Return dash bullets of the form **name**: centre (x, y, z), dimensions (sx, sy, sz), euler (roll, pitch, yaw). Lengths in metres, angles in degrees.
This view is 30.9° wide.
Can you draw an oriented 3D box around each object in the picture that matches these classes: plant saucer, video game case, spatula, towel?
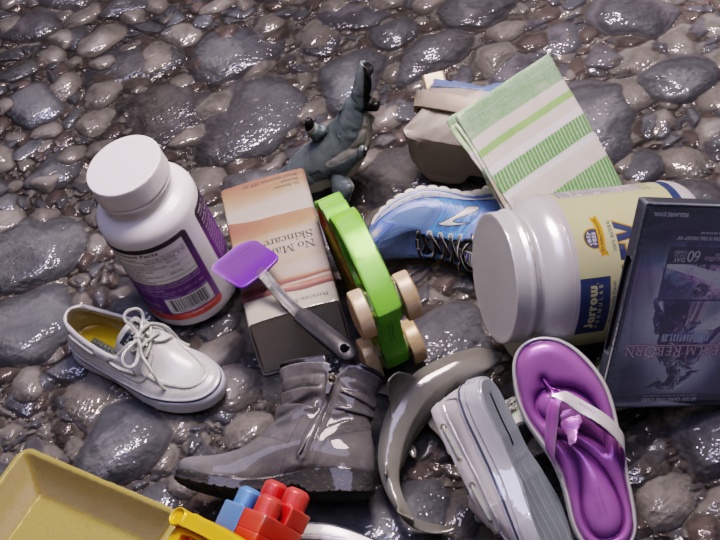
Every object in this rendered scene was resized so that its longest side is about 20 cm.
- **plant saucer**: centre (-0.291, 0.287, 1.220), dimensions (0.198, 0.049, 0.201), euler (17, 56, 24)
- **video game case**: centre (0.295, 0.032, 1.183), dimensions (0.141, 0.203, 0.019), euler (1, 23, -19)
- **spatula**: centre (-0.071, 0.030, 1.286), dimensions (0.056, 0.021, 0.199), euler (-40, 58, -18)
- **towel**: centre (0.194, -0.106, 1.369), dimensions (0.152, 0.023, 0.201), euler (-33, 94, -25)

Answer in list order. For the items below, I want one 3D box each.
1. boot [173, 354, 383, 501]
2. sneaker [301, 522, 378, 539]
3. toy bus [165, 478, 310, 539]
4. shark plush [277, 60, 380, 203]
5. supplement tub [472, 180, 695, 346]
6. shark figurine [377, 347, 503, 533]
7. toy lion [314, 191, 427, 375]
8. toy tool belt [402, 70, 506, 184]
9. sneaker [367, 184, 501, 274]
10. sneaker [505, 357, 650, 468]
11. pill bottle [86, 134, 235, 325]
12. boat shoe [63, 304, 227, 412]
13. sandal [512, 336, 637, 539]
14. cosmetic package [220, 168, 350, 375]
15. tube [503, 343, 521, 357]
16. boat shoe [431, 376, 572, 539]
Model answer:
- **boot**: centre (-0.076, 0.151, 1.250), dimensions (0.197, 0.070, 0.134), euler (0, 71, 3)
- **sneaker**: centre (-0.014, 0.304, 1.124), dimensions (0.199, 0.077, 0.147), euler (9, 50, 18)
- **toy bus**: centre (-0.087, 0.272, 1.082), dimensions (0.199, 0.136, 0.194), euler (15, 71, 44)
- **shark plush**: centre (-0.030, -0.144, 1.446), dimensions (0.082, 0.200, 0.092), euler (13, 58, -18)
- **supplement tub**: centre (0.218, -0.004, 1.236), dimensions (0.197, 0.146, 0.146), euler (-7, 47, -14)
- **shark figurine**: centre (0.043, 0.146, 1.236), dimensions (0.127, 0.090, 0.216), euler (4, 52, 27)
- **toy lion**: centre (0.000, 0.000, 1.306), dimensions (0.068, 0.200, 0.193), euler (-22, 68, -5)
- **toy tool belt**: centre (0.153, -0.170, 1.460), dimensions (0.197, 0.125, 0.124), euler (7, 60, 17)
- **sneaker**: centre (0.102, -0.040, 1.389), dimensions (0.197, 0.079, 0.090), euler (-10, 46, 4)
- **sneaker**: centre (0.205, 0.110, 1.251), dimensions (0.198, 0.078, 0.089), euler (-25, 34, -14)
- **pill bottle**: centre (-0.210, -0.043, 1.373), dimensions (0.110, 0.201, 0.113), euler (-10, 49, 12)
- **boat shoe**: centre (-0.230, 0.078, 1.356), dimensions (0.200, 0.087, 0.075), euler (22, 57, 28)
- **sandal**: centre (0.199, 0.153, 1.158), dimensions (0.082, 0.050, 0.205), euler (-23, 84, 2)
- **cosmetic package**: centre (-0.081, -0.002, 1.391), dimensions (0.102, 0.088, 0.201), euler (-16, 49, -3)
- **tube**: centre (0.232, 0.025, 1.331), dimensions (0.199, 0.051, 0.078), euler (-30, 65, -19)
- **boat shoe**: centre (0.128, 0.197, 1.171), dimensions (0.066, 0.073, 0.202), euler (-30, 74, 29)
